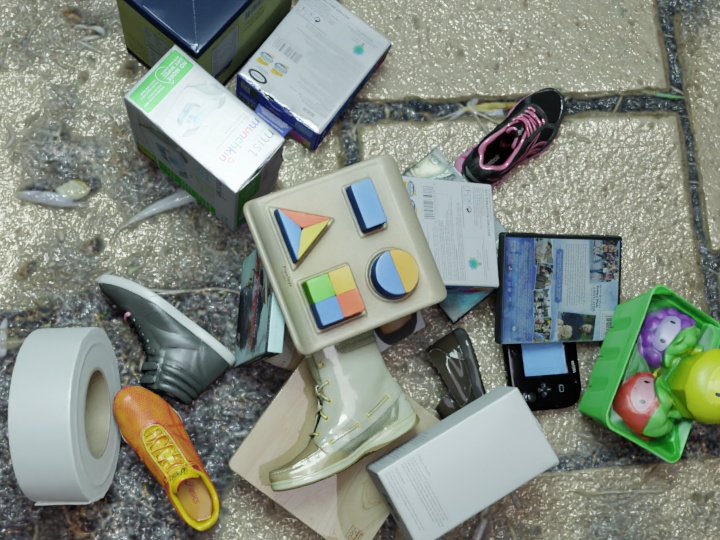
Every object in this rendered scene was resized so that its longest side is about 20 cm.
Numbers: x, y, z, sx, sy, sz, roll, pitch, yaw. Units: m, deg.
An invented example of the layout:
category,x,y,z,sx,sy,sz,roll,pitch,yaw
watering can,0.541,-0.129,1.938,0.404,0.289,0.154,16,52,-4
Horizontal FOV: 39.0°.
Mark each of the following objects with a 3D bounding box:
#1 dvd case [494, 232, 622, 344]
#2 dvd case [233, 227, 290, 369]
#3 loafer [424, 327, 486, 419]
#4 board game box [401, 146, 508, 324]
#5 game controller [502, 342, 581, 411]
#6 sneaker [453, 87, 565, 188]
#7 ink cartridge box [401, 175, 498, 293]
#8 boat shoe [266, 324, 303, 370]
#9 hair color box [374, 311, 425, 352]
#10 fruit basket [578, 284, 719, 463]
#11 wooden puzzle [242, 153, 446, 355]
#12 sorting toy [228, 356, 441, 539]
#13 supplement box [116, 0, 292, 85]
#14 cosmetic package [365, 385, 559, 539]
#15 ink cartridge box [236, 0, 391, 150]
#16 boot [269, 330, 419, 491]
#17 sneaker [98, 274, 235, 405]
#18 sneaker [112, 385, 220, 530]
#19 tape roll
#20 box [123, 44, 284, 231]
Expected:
category,x,y,z,sx,sy,sz,roll,pitch,yaw
dvd case,0.264,0.023,1.341,0.199,0.018,0.144,1,92,-28
dvd case,-0.121,0.039,1.237,0.022,0.200,0.147,8,78,-18
loafer,0.133,0.178,1.319,0.071,0.073,0.201,-16,78,0
board game box,0.114,-0.048,1.354,0.135,0.028,0.200,-39,80,-1
game controller,0.238,0.086,1.362,0.104,0.042,0.201,-4,80,-9
sneaker,0.216,-0.184,1.388,0.079,0.095,0.200,45,75,4
ink cartridge box,0.067,-0.043,1.257,0.199,0.076,0.137,3,79,-31
boat shoe,-0.068,0.037,1.317,0.069,0.074,0.201,29,74,-17
hair color box,0.000,0.000,1.293,0.101,0.061,0.201,-27,99,-41
fruit basket,0.404,0.136,1.291,0.155,0.215,0.216,30,75,-22
wooden puzzle,-0.012,-0.023,1.152,0.199,0.046,0.186,-21,87,-20
sorting toy,-0.033,0.217,1.271,0.199,0.070,0.200,38,76,-7
supplement box,-0.194,-0.347,1.304,0.134,0.200,0.200,40,76,1
cosmetic package,0.121,0.233,1.220,0.199,0.085,0.108,-28,90,-11
ink cartridge box,-0.074,-0.260,1.361,0.136,0.076,0.200,37,74,1
boot,-0.044,0.158,1.202,0.199,0.072,0.155,-26,92,-22
sneaker,-0.263,0.091,1.270,0.200,0.071,0.099,36,71,-4
sneaker,-0.228,0.223,1.231,0.073,0.077,0.200,-37,97,-17
tape roll,-0.336,0.167,1.174,0.070,0.202,0.204,-2,79,2
box,-0.190,-0.159,1.267,0.176,0.200,0.097,41,77,0
